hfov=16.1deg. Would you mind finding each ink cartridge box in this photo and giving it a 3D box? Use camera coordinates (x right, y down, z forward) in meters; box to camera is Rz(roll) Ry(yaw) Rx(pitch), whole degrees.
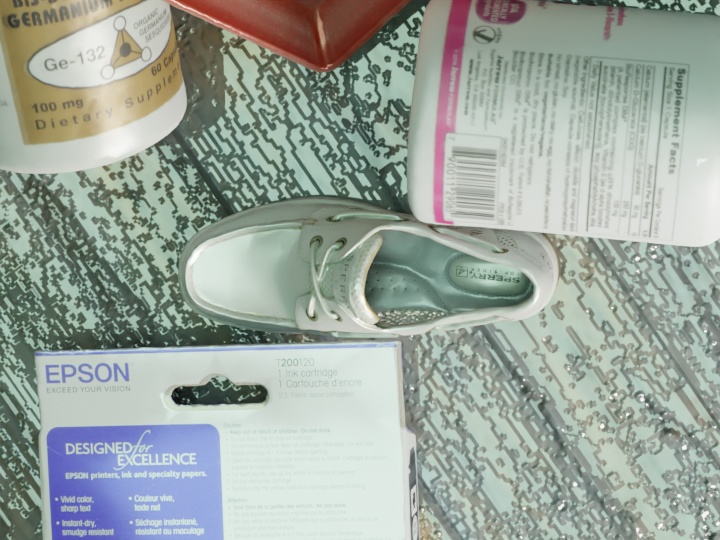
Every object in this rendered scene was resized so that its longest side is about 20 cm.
[{"bbox_3d":[-0.068,0.134,1.337,0.198,0.043,0.200,-1,98,7],"label":"ink cartridge box"}]

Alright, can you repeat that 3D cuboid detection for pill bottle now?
[{"bbox_3d":[-0.157,-0.159,1.251,0.114,0.114,0.200,-6,117,8],"label":"pill bottle"},{"bbox_3d":[0.128,-0.072,1.248,0.200,0.113,0.114,6,97,5],"label":"pill bottle"}]

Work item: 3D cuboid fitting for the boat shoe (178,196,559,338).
[{"bbox_3d":[0.000,0.000,1.301,0.200,0.069,0.071,-2,98,8],"label":"boat shoe"}]

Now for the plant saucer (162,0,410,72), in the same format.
[{"bbox_3d":[-0.023,-0.196,1.193,0.200,0.200,0.037,-41,49,27],"label":"plant saucer"}]
